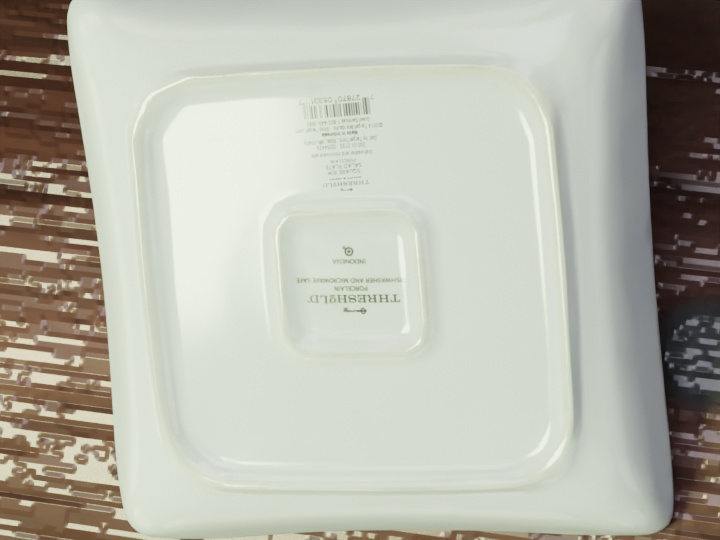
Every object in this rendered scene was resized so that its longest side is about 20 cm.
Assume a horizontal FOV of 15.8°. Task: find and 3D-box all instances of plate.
[{"bbox_3d":[0.000,0.000,0.876,0.199,0.032,0.201,-1,104,15],"label":"plate"}]

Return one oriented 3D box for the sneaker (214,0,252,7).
[{"bbox_3d":[-0.010,-0.090,0.908,0.199,0.083,0.071,14,85,16],"label":"sneaker"}]
